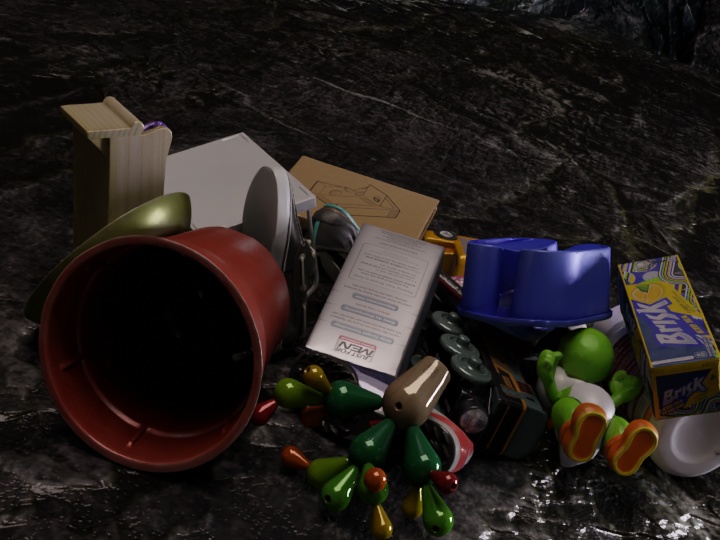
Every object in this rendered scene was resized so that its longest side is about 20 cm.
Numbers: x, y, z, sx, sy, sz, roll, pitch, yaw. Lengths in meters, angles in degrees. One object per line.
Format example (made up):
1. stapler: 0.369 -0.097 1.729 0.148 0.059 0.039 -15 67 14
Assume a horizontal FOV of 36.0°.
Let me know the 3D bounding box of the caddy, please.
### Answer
1. caddy: 0.191 0.023 1.200 0.140 0.107 0.199 9 8 37

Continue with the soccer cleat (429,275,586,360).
1. soccer cleat: 0.172 0.060 1.305 0.197 0.071 0.087 14 30 4

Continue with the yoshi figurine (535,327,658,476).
1. yoshi figurine: 0.229 0.116 1.115 0.110 0.114 0.200 -21 18 0

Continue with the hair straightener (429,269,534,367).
1. hair straightener: 0.104 0.053 1.277 0.199 0.077 0.041 39 41 12

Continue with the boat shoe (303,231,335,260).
1. boat shoe: -0.003 -0.064 1.484 0.073 0.070 0.199 28 27 31

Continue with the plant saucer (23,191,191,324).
1. plant saucer: -0.241 -0.002 1.101 0.031 0.200 0.199 51 32 6

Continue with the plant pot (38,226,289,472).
1. plant pot: -0.157 0.050 1.011 0.198 0.204 0.195 17 15 8

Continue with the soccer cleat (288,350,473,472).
1. soccer cleat: 0.018 0.138 1.065 0.198 0.069 0.073 25 6 28

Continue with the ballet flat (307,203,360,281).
1. ballet flat: 0.000 0.000 1.318 0.067 0.069 0.200 4 -27 46

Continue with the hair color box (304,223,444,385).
1. hair color box: 0.017 0.046 1.177 0.097 0.061 0.201 16 44 8

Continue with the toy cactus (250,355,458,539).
1. toy cactus: 0.016 0.135 0.965 0.199 0.103 0.165 30 61 26

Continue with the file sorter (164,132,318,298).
1. file sorter: -0.150 -0.050 1.273 0.137 0.126 0.200 -20 36 -22

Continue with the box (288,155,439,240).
1. box: -0.010 -0.082 1.419 0.197 0.022 0.164 18 31 9

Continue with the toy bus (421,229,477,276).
1. toy bus: 0.170 0.004 1.434 0.197 0.066 0.079 10 25 -10

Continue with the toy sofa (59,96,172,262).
1. toy sofa: -0.269 -0.079 1.207 0.096 0.203 0.083 -11 32 -33

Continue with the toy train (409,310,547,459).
1. toy train: 0.120 0.115 1.147 0.113 0.086 0.200 22 18 -15

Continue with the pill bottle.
1. pill bottle: 0.322 0.121 1.197 0.108 0.111 0.201 7 24 -15

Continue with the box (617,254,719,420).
1. box: 0.310 0.063 1.122 0.069 0.065 0.201 -9 29 8

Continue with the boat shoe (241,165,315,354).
1. boat shoe: -0.083 -0.012 1.156 0.063 0.203 0.070 -9 23 -33
